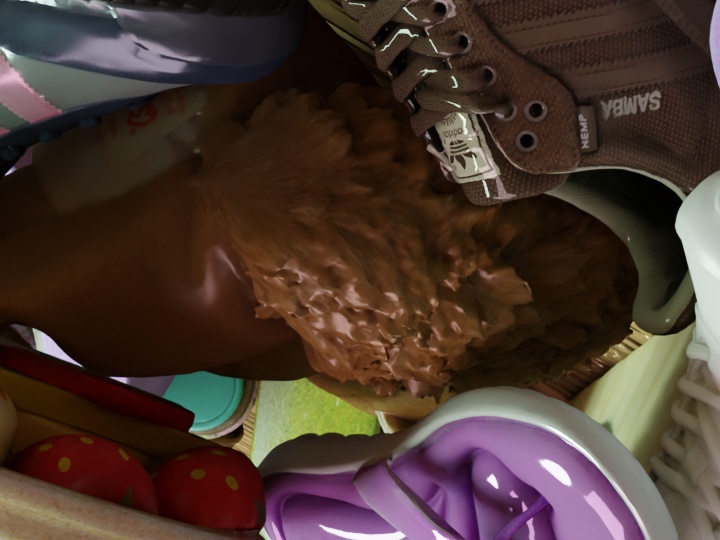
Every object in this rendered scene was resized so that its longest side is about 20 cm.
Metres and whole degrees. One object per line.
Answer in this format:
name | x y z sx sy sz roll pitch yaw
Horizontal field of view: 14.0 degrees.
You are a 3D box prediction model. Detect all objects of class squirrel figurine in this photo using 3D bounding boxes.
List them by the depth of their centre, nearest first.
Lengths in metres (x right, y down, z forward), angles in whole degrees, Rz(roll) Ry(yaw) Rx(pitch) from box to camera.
squirrel figurine | 0.000 0.000 0.888 0.200 0.142 0.187 14 163 42

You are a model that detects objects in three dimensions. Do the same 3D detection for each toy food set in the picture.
toy food set | -0.120 0.041 0.858 0.200 0.049 0.198 20 178 -25

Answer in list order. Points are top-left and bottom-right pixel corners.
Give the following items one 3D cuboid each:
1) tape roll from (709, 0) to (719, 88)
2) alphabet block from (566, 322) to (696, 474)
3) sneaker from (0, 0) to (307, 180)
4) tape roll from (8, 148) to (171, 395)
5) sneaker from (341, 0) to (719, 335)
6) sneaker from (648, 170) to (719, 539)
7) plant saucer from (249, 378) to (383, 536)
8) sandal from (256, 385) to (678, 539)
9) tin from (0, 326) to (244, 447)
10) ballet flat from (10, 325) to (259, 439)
tape roll | 0.180 -0.040 0.635 0.200 0.066 0.200 25 161 9
alphabet block | 0.133 0.157 0.999 0.196 0.200 0.195 30 160 -5
sneaker | -0.104 -0.052 0.835 0.200 0.070 0.082 4 110 25
tape roll | -0.164 0.004 1.061 0.200 0.066 0.200 10 125 15
sneaker | 0.039 -0.060 0.762 0.200 0.076 0.070 36 160 -21
sneaker | 0.112 0.050 0.783 0.078 0.099 0.200 59 -179 42
plant saucer | -0.021 0.119 1.107 0.048 0.200 0.200 6 159 2
sandal | 0.022 0.083 0.826 0.083 0.050 0.203 53 154 -10
tin | -0.139 0.036 1.217 0.200 0.042 0.112 27 -164 -31
ballet flat | -0.123 -0.001 1.173 0.200 0.069 0.071 31 179 5
